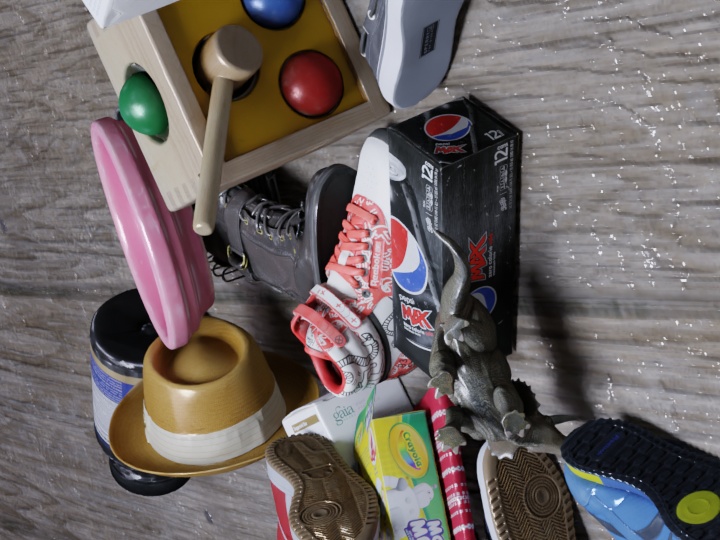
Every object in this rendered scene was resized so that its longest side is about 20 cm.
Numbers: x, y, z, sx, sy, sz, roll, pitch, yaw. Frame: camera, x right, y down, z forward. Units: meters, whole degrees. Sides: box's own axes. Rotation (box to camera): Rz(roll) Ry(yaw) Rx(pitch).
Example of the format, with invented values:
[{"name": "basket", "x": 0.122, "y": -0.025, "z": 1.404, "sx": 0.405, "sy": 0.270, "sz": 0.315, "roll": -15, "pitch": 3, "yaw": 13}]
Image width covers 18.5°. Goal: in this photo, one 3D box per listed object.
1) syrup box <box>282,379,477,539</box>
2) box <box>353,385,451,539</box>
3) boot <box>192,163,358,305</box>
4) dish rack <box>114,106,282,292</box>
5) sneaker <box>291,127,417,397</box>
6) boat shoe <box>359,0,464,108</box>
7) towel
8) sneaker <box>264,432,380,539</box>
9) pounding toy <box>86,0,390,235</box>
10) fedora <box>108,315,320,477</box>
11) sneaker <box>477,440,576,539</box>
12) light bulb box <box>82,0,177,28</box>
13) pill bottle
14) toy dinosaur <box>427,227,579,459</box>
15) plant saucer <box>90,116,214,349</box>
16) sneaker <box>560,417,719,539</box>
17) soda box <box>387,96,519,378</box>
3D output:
[{"name": "syrup box", "x": 0.023, "y": 0.187, "z": 1.803, "sx": 0.200, "sy": 0.079, "sz": 0.081, "roll": 63, "pitch": 154, "yaw": 4}, {"name": "box", "x": 0.034, "y": 0.192, "z": 1.690, "sx": 0.117, "sy": 0.048, "sz": 0.200, "roll": 115, "pitch": 143, "yaw": -72}, {"name": "boot", "x": -0.073, "y": -0.039, "z": 1.754, "sx": 0.174, "sy": 0.069, "sz": 0.200, "roll": 33, "pitch": 146, "yaw": 27}, {"name": "dish rack", "x": -0.130, "y": -0.061, "z": 1.901, "sx": 0.200, "sy": 0.055, "sz": 0.154, "roll": 26, "pitch": 135, "yaw": 51}, {"name": "sneaker", "x": 0.001, "y": 0.001, "z": 1.653, "sx": 0.067, "sy": 0.108, "sz": 0.202, "roll": 32, "pitch": 138, "yaw": 47}, {"name": "boat shoe", "x": 0.034, "y": -0.192, "z": 1.485, "sx": 0.066, "sy": 0.070, "sz": 0.200, "roll": 51, "pitch": 158, "yaw": 23}, {"name": "towel", "x": 0.069, "y": 0.191, "z": 1.688, "sx": 0.145, "sy": 0.022, "sz": 0.200, "roll": 118, "pitch": 143, "yaw": -73}, {"name": "sneaker", "x": -0.024, "y": 0.213, "z": 1.705, "sx": 0.200, "sy": 0.071, "sz": 0.113, "roll": -125, "pitch": 25, "yaw": -67}, {"name": "pounding toy", "x": -0.094, "y": -0.133, "z": 1.610, "sx": 0.142, "sy": 0.200, "sz": 0.184, "roll": -21, "pitch": 93, "yaw": 63}, {"name": "fedora", "x": -0.131, "y": 0.096, "z": 1.880, "sx": 0.201, "sy": 0.200, "sz": 0.082, "roll": 28, "pitch": 136, "yaw": 51}, {"name": "sneaker", "x": 0.118, "y": 0.216, "z": 1.664, "sx": 0.108, "sy": 0.070, "sz": 0.200, "roll": -10, "pitch": 106, "yaw": 61}, {"name": "light bulb box", "x": -0.141, "y": -0.307, "z": 1.552, "sx": 0.200, "sy": 0.198, "sz": 0.125, "roll": 55, "pitch": 150, "yaw": 17}, {"name": "pill bottle", "x": -0.201, "y": 0.120, "z": 2.117, "sx": 0.112, "sy": 0.112, "sz": 0.200, "roll": 45, "pitch": 148, "yaw": 34}, {"name": "toy dinosaur", "x": 0.076, "y": 0.065, "z": 1.522, "sx": 0.200, "sy": 0.077, "sz": 0.102, "roll": 59, "pitch": -168, "yaw": -10}, {"name": "plant saucer", "x": -0.169, "y": -0.036, "z": 1.835, "sx": 0.201, "sy": 0.051, "sz": 0.201, "roll": 161, "pitch": 90, "yaw": -80}, {"name": "sneaker", "x": 0.212, "y": 0.166, "z": 1.465, "sx": 0.200, "sy": 0.066, "sz": 0.079, "roll": 27, "pitch": 146, "yaw": 52}, {"name": "soda box", "x": 0.065, "y": -0.018, "z": 1.561, "sx": 0.063, "sy": 0.071, "sz": 0.200, "roll": 40, "pitch": 144, "yaw": 41}]
